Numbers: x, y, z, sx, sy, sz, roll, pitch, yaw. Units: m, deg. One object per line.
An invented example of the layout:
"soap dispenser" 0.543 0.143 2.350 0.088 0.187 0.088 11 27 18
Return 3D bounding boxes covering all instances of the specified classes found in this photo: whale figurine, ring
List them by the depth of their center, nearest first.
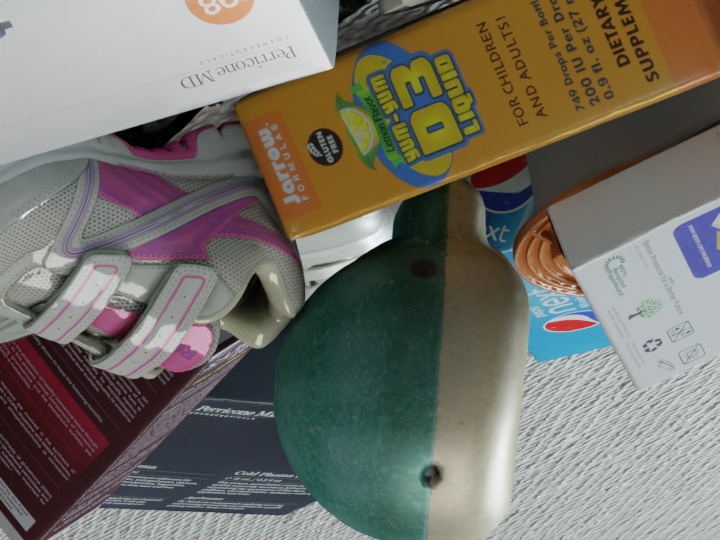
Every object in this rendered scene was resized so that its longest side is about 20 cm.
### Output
"whale figurine" 0.016 0.029 1.216 0.103 0.200 0.160 3 122 -1
"ring" 0.164 -0.019 1.227 0.200 0.019 0.200 -9 163 -3

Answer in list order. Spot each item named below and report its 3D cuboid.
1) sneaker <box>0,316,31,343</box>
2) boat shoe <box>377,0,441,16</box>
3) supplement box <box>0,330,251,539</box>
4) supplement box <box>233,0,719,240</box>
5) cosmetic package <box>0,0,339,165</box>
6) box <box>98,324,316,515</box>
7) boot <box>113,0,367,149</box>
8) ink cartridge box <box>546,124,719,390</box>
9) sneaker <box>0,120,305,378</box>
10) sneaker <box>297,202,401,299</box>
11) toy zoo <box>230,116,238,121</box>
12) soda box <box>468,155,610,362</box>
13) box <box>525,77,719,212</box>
"sneaker" -0.224 0.008 1.278 0.200 0.077 0.085 -27 146 23
"boat shoe" 0.026 -0.134 1.076 0.075 0.062 0.200 -25 -179 7
"supplement box" -0.133 0.040 1.380 0.061 0.109 0.200 -32 171 -45
"supplement box" 0.053 -0.076 1.121 0.200 0.067 0.069 -21 -174 28
"cosmetic package" -0.126 -0.112 0.990 0.199 0.052 0.151 -15 131 16
"box" -0.068 0.055 1.527 0.200 0.104 0.182 7 156 -41
"boot" -0.117 -0.079 1.128 0.200 0.066 0.165 -32 153 30
"ink cartridge box" 0.181 -0.029 1.133 0.200 0.039 0.100 -24 141 7
"sneaker" -0.093 -0.003 1.118 0.200 0.088 0.081 -10 157 -40
"sneaker" 0.000 0.000 1.373 0.076 0.081 0.200 -12 161 15
"toy zoo" 0.046 -0.062 1.372 0.131 0.021 0.200 -20 159 28
"soda box" 0.093 -0.013 1.405 0.068 0.064 0.200 -14 161 12
"box" 0.188 -0.088 1.232 0.200 0.107 0.152 5 157 -37
